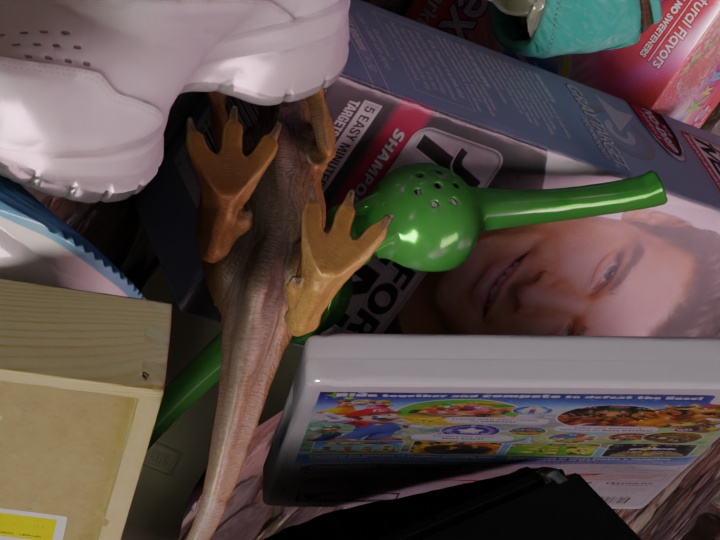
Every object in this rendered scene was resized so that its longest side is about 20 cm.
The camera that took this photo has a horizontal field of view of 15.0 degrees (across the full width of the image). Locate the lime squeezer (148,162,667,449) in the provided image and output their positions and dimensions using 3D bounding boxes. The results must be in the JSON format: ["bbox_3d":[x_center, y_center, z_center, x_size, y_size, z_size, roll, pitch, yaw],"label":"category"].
[{"bbox_3d":[0.000,0.000,0.858,0.200,0.038,0.071,-27,166,0],"label":"lime squeezer"}]

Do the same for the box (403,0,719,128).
[{"bbox_3d":[0.069,-0.067,1.020,0.200,0.103,0.095,-55,166,25],"label":"box"}]

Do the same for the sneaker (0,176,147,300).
[{"bbox_3d":[-0.109,0.018,0.745,0.081,0.076,0.200,-46,164,-11],"label":"sneaker"}]

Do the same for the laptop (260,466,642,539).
[{"bbox_3d":[0.005,0.136,0.867,0.177,0.104,0.200,-18,180,-42],"label":"laptop"}]

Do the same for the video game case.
[{"bbox_3d":[0.045,0.053,0.904,0.200,0.143,0.018,111,-21,-74],"label":"video game case"}]

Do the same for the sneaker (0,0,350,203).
[{"bbox_3d":[-0.057,-0.079,0.695,0.200,0.074,0.087,-39,152,-58],"label":"sneaker"}]

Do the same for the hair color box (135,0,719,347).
[{"bbox_3d":[0.037,-0.017,0.917,0.200,0.061,0.099,17,120,-35],"label":"hair color box"}]

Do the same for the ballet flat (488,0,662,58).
[{"bbox_3d":[0.055,-0.132,0.858,0.070,0.067,0.200,-19,145,-3],"label":"ballet flat"}]

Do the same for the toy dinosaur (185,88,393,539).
[{"bbox_3d":[-0.027,0.005,0.790,0.106,0.060,0.201,109,-9,-74],"label":"toy dinosaur"}]

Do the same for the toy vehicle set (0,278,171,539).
[{"bbox_3d":[-0.127,0.065,0.730,0.200,0.124,0.027,112,-16,-53],"label":"toy vehicle set"}]

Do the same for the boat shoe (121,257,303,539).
[{"bbox_3d":[-0.073,0.048,0.977,0.202,0.074,0.063,-59,-157,-2],"label":"boat shoe"}]
